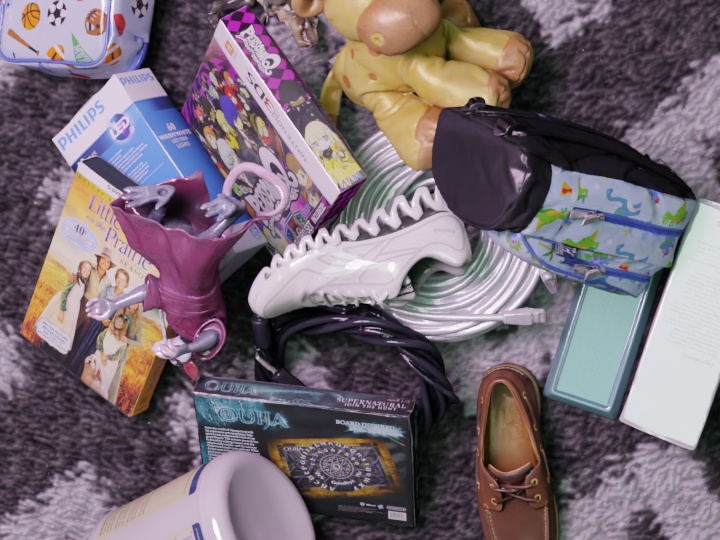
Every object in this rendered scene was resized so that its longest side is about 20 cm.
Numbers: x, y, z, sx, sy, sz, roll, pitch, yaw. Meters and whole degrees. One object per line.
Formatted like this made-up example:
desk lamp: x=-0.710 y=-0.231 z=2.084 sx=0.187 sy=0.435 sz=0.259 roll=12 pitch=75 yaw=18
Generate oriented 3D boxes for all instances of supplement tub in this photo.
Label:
supplement tub: x=-0.154 y=0.260 z=1.449 sx=0.200 sy=0.145 sz=0.145 roll=-29 pitch=84 yaw=27

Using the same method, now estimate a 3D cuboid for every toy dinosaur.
toy dinosaur: x=-0.114 y=-0.273 z=1.505 sx=0.088 sy=0.047 sz=0.200 roll=-32 pitch=83 yaw=-4

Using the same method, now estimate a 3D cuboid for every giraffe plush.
giraffe plush: x=0.032 y=-0.208 z=1.389 sx=0.199 sy=0.162 sz=0.173 roll=18 pitch=60 yaw=28

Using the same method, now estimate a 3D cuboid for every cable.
cable: x=0.072 y=-0.036 z=1.453 sx=0.199 sy=0.069 sz=0.201 roll=-11 pitch=88 yaw=14
cable: x=-0.009 y=0.099 z=1.450 sx=0.199 sy=0.051 sz=0.164 roll=16 pitch=122 yaw=15

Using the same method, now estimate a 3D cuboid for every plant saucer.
plant saucer: x=0.223 y=0.028 z=1.446 sx=0.070 sy=0.019 sz=0.201 roll=18 pitch=93 yaw=11

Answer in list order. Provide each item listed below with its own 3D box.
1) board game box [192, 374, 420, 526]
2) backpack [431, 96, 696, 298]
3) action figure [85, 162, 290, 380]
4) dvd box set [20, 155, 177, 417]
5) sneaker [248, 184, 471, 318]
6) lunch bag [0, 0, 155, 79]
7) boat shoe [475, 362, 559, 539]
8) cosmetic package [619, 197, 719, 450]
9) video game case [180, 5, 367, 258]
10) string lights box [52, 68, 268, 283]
board game box: x=-0.047 y=0.162 z=1.464 sx=0.199 sy=0.028 sz=0.136 roll=6 pitch=127 yaw=11
backpack: x=0.175 y=-0.058 z=1.334 sx=0.199 sy=0.163 sz=0.154 roll=-2 pitch=109 yaw=-24
action figure: x=-0.147 y=0.005 z=1.394 sx=0.149 sy=0.200 sz=0.134 roll=-32 pitch=50 yaw=-29
dvd box set: x=-0.226 y=0.016 z=1.492 sx=0.146 sy=0.029 sz=0.200 roll=35 pitch=120 yaw=16
sneaker: x=0.000 y=0.000 z=1.379 sx=0.199 sy=0.075 sz=0.081 roll=-24 pitch=73 yaw=4
lunch bag: x=-0.264 y=-0.281 z=1.513 sx=0.160 sy=0.075 sz=0.201 roll=8 pitch=90 yaw=33
boat shoe: x=0.133 y=0.184 z=1.440 sx=0.072 sy=0.068 sz=0.201 roll=-7 pitch=89 yaw=12
cosmetic package: x=0.286 y=0.045 z=1.391 sx=0.074 sy=0.102 sz=0.201 roll=21 pitch=93 yaw=12
video game case: x=-0.082 y=-0.109 z=1.429 sx=0.036 sy=0.200 sz=0.182 roll=-31 pitch=82 yaw=-25
string lights box: x=-0.186 y=-0.074 z=1.497 sx=0.103 sy=0.059 sz=0.200 roll=-39 pitch=82 yaw=32
